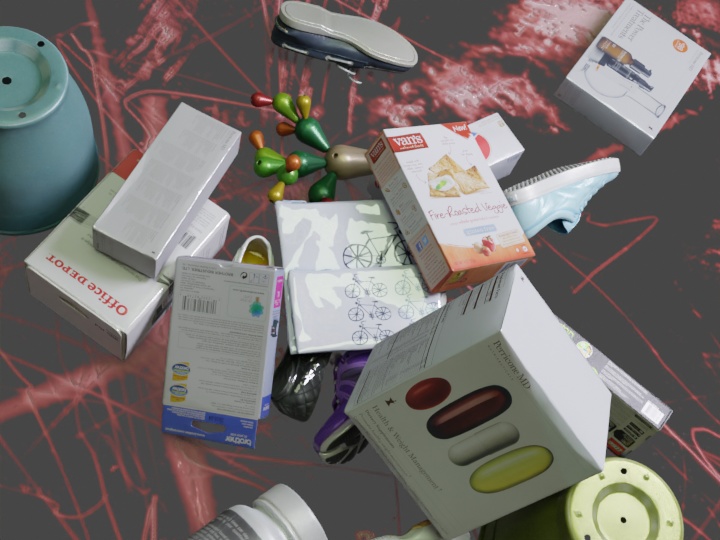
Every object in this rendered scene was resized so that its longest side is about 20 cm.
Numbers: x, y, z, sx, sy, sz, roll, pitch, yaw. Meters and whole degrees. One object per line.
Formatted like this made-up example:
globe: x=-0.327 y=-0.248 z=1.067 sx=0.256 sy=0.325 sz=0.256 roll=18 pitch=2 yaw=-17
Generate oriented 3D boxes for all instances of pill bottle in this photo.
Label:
pill bottle: x=-0.137 y=0.314 z=1.187 sx=0.200 sy=0.113 sz=0.113 roll=-33 pitch=75 yaw=-25

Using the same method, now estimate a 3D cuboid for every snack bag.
snack bag: x=0.000 y=0.000 z=1.360 sx=0.187 sy=0.021 sz=0.201 roll=-3 pitch=67 yaw=-11

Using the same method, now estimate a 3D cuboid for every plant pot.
plant pot: x=0.250 y=0.292 z=1.245 sx=0.199 sy=0.193 sz=0.201 roll=6 pitch=62 yaw=-11
plant pot: x=-0.402 y=-0.173 z=1.331 sx=0.199 sy=0.188 sz=0.201 roll=5 pitch=62 yaw=-10

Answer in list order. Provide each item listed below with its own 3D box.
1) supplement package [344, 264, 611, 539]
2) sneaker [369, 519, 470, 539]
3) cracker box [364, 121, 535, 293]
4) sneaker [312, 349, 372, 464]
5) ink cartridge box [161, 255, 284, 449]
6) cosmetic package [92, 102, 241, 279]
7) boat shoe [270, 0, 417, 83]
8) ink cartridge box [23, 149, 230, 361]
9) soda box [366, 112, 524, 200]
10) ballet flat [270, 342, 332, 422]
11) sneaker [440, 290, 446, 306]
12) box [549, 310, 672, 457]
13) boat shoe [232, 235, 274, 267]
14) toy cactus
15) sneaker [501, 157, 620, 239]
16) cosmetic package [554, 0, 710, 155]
supplement package: x=0.129 y=0.142 z=1.223 sx=0.192 sy=0.199 sz=0.147 roll=52 pitch=27 yaw=-13
sneaker: x=0.039 y=0.331 z=1.242 sx=0.199 sy=0.076 sz=0.088 roll=-16 pitch=68 yaw=-20
cracker box: x=0.106 y=-0.080 z=1.388 sx=0.133 sy=0.058 sz=0.201 roll=-11 pitch=65 yaw=-35
sneaker: x=-0.006 y=0.140 z=1.342 sx=0.083 sy=0.081 sz=0.200 roll=23 pitch=50 yaw=15
ink cartridge box: x=-0.155 y=0.089 z=1.286 sx=0.119 sy=0.042 sz=0.201 roll=7 pitch=92 yaw=13
cosmetic package: x=-0.219 y=-0.093 z=1.317 sx=0.082 sy=0.051 sz=0.201 roll=26 pitch=59 yaw=5
boat shoe: x=-0.022 y=-0.302 z=1.556 sx=0.199 sy=0.062 sz=0.075 roll=12 pitch=45 yaw=-17
ink cartridge box: x=-0.270 y=-0.019 z=1.343 sx=0.146 sy=0.083 sz=0.200 roll=35 pitch=61 yaw=6
soda box: x=0.111 y=-0.132 z=1.503 sx=0.199 sy=0.064 sz=0.068 roll=-25 pitch=72 yaw=-24
ballet flat: x=-0.048 y=0.087 z=1.367 sx=0.057 sy=0.066 sz=0.201 roll=47 pitch=57 yaw=-30
sneaker: x=0.090 y=-0.018 z=1.436 sx=0.072 sy=0.072 sz=0.201 roll=20 pitch=58 yaw=1
box: x=0.262 y=0.133 z=1.377 sx=0.200 sy=0.110 sz=0.035 roll=40 pitch=61 yaw=8
boat shoe: x=-0.128 y=0.049 z=1.340 sx=0.074 sy=0.086 sz=0.203 roll=11 pitch=62 yaw=-7
toy cactus: x=-0.056 y=-0.145 z=1.462 sx=0.164 sy=0.102 sz=0.201 roll=-3 pitch=55 yaw=-26
sneaker: x=0.269 y=-0.093 z=1.529 sx=0.199 sy=0.074 sz=0.082 roll=-20 pitch=100 yaw=-27
cosmetic package: x=0.392 y=-0.281 z=1.653 sx=0.150 sy=0.052 sz=0.200 roll=36 pitch=61 yaw=3
